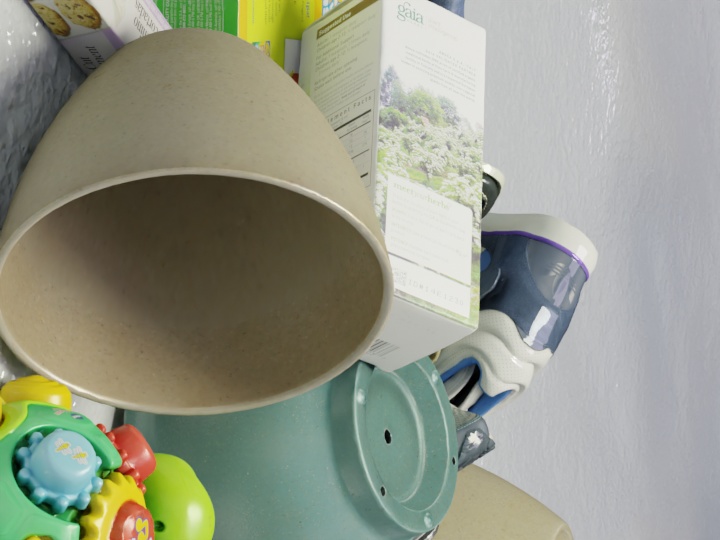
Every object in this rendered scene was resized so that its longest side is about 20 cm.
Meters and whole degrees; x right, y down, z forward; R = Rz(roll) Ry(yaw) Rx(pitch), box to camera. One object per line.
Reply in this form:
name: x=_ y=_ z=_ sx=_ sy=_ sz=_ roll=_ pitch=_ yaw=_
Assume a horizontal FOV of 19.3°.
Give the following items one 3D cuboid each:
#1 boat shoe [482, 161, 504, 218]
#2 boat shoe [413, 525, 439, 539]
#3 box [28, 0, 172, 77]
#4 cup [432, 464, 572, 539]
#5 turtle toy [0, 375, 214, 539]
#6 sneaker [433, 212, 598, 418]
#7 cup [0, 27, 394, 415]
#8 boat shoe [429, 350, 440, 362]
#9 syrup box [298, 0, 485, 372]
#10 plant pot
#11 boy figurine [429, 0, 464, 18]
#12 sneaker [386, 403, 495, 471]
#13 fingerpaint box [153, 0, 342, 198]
boat shoe: x=0.027 y=-0.026 z=1.423 sx=0.074 sy=0.199 sz=0.066 roll=28 pitch=66 yaw=-26
boat shoe: x=0.015 y=0.184 z=1.418 sx=0.069 sy=0.057 sz=0.200 roll=-43 pitch=-176 yaw=-22
box: x=-0.146 y=-0.149 z=1.087 sx=0.200 sy=0.041 sz=0.039 roll=58 pitch=41 yaw=-60
cup: x=0.085 y=0.238 z=1.633 sx=0.200 sy=0.143 sz=0.201 roll=4 pitch=90 yaw=-71
turtle toy: x=-0.144 y=0.127 z=1.051 sx=0.200 sy=0.101 sz=0.146 roll=2 pitch=92 yaw=-70
sneaker: x=0.068 y=0.037 z=1.442 sx=0.081 sy=0.200 sz=0.147 roll=40 pitch=70 yaw=-21
cup: x=-0.088 y=-0.039 z=1.089 sx=0.200 sy=0.200 sz=0.143 roll=68 pitch=13 yaw=-51
boat shoe: x=-0.002 y=0.002 z=1.298 sx=0.063 sy=0.073 sz=0.201 roll=63 pitch=7 yaw=30
syrup box: x=0.015 y=-0.055 z=1.193 sx=0.079 sy=0.081 sz=0.200 roll=22 pitch=57 yaw=-33
plant pot: x=-0.026 y=0.105 z=1.249 sx=0.200 sy=0.134 sz=0.201 roll=32 pitch=52 yaw=-52
boy figurine: x=0.060 y=-0.262 z=1.591 sx=0.124 sy=0.064 sz=0.200 roll=-145 pitch=-125 yaw=-81
sneaker: x=0.006 y=0.094 z=1.381 sx=0.078 sy=0.200 sz=0.086 roll=-24 pitch=104 yaw=-34
fingerpaint box: x=-0.071 y=-0.151 z=1.249 sx=0.167 sy=0.073 sz=0.200 roll=-22 pitch=115 yaw=-68
